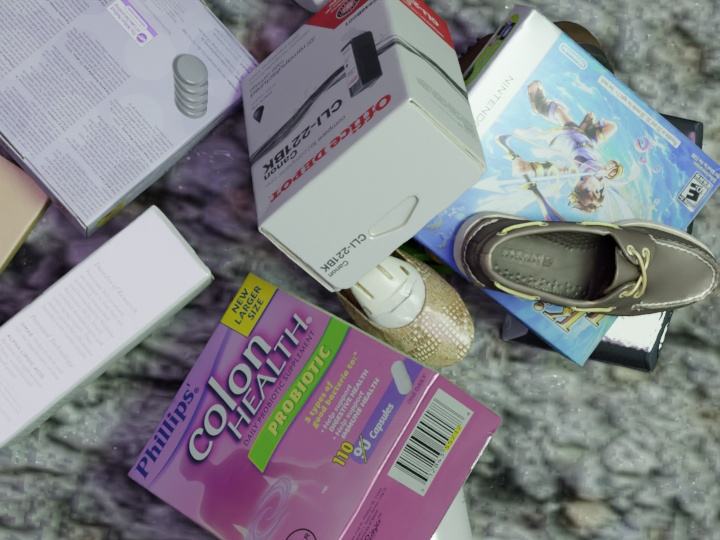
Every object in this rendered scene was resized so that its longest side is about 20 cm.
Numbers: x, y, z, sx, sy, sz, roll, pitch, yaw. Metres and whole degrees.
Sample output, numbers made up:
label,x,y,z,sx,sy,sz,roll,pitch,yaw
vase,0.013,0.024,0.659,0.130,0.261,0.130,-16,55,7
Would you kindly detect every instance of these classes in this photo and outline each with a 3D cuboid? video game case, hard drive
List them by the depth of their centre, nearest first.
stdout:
label,x,y,z,sx,sy,sz,roll,pitch,yaw
video game case,0.137,-0.060,1.399,0.200,0.045,0.181,37,91,-17
hard drive,0.189,-0.032,1.474,0.135,0.042,0.200,13,85,-2

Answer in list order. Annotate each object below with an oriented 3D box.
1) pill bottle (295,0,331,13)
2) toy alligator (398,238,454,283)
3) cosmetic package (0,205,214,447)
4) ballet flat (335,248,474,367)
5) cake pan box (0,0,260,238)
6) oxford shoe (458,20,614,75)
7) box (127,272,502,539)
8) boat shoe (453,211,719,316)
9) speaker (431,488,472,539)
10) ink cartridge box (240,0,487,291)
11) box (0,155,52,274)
label,x,y,z,sx,sy,sz,roll,pitch,yaw
pill bottle,0.006,-0.298,1.446,0.200,0.114,0.114,-43,89,-6
toy alligator,0.059,-0.035,1.447,0.054,0.059,0.200,5,110,-42
cosmetic package,-0.206,0.042,1.416,0.200,0.102,0.074,-41,90,-6
ballet flat,0.000,0.000,1.407,0.200,0.065,0.071,38,93,31
cake pan box,-0.203,-0.157,1.447,0.184,0.052,0.200,-43,90,-14
oxford shoe,0.089,-0.134,1.466,0.200,0.084,0.073,-18,131,3
box,-0.034,0.125,1.371,0.200,0.097,0.176,27,84,41
boat shoe,0.168,-0.002,1.362,0.200,0.060,0.072,8,99,-16
speaker,0.049,0.226,1.428,0.081,0.081,0.200,-10,87,-4
ink cartridge box,-0.002,-0.103,1.352,0.144,0.200,0.084,-40,122,20
box,-0.352,-0.023,1.451,0.163,0.021,0.200,34,84,-1
